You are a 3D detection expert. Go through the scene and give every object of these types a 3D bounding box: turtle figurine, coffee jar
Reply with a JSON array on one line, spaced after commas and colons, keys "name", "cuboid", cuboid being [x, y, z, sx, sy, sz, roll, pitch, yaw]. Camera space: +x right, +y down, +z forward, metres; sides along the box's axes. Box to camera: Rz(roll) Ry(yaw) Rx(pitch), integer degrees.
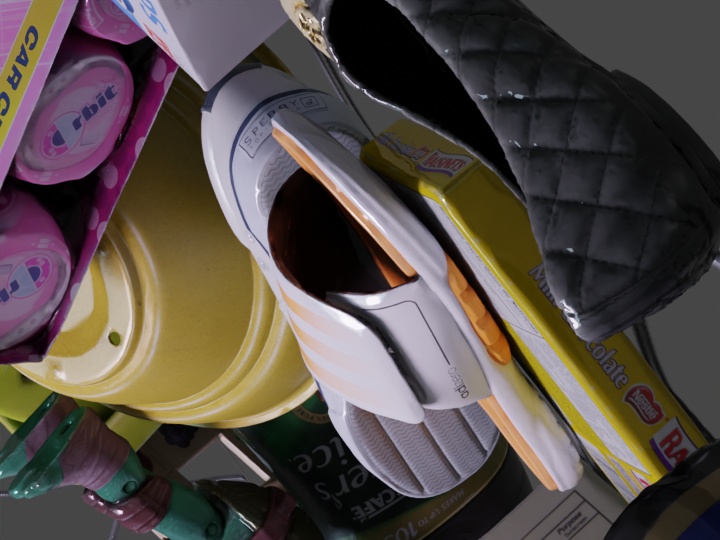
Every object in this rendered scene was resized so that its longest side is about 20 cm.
[{"name": "turtle figurine", "cuboid": [-0.064, 0.134, 1.279, 0.200, 0.101, 0.150, 42, 156, -13]}, {"name": "coffee jar", "cuboid": [-0.010, 0.055, 1.322, 0.200, 0.104, 0.085, 52, 180, -28]}]

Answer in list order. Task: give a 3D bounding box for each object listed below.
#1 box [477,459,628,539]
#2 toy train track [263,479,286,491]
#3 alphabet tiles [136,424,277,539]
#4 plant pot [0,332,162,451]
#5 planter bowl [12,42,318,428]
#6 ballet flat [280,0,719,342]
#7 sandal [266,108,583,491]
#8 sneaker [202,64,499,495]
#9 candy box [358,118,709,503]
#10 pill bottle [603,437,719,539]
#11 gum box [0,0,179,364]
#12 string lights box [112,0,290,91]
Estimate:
[{"name": "box", "cuboid": [0.116, 0.194, 1.198, 0.200, 0.128, 0.109, 41, 171, 45]}, {"name": "toy train track", "cuboid": [0.020, 0.126, 1.407, 0.201, 0.114, 0.033, 60, 163, 19]}, {"name": "alphabet tiles", "cuboid": [-0.011, 0.116, 1.446, 0.200, 0.167, 0.008, 41, 139, 13]}, {"name": "plant pot", "cuboid": [-0.150, -0.028, 1.403, 0.182, 0.199, 0.200, 45, 174, -31]}, {"name": "planter bowl", "cuboid": [-0.104, -0.010, 1.191, 0.200, 0.083, 0.201, 16, 122, 27]}, {"name": "ballet flat", "cuboid": [0.026, -0.047, 0.803, 0.200, 0.057, 0.067, 40, 167, 50]}, {"name": "sandal", "cuboid": [0.016, 0.029, 1.038, 0.079, 0.059, 0.207, 46, 174, 48]}, {"name": "sneaker", "cuboid": [0.000, 0.000, 1.120, 0.071, 0.073, 0.201, 53, 169, 50]}, {"name": "candy box", "cuboid": [0.078, 0.035, 1.019, 0.200, 0.026, 0.102, 52, 172, -18]}, {"name": "pill bottle", "cuboid": [0.151, 0.132, 0.772, 0.200, 0.112, 0.112, 39, 168, 49]}, {"name": "gum box", "cuboid": [-0.134, -0.078, 1.097, 0.066, 0.201, 0.113, -3, -143, -47]}, {"name": "string lights box", "cuboid": [-0.102, -0.159, 0.964, 0.200, 0.059, 0.103, 44, 170, 30]}]
